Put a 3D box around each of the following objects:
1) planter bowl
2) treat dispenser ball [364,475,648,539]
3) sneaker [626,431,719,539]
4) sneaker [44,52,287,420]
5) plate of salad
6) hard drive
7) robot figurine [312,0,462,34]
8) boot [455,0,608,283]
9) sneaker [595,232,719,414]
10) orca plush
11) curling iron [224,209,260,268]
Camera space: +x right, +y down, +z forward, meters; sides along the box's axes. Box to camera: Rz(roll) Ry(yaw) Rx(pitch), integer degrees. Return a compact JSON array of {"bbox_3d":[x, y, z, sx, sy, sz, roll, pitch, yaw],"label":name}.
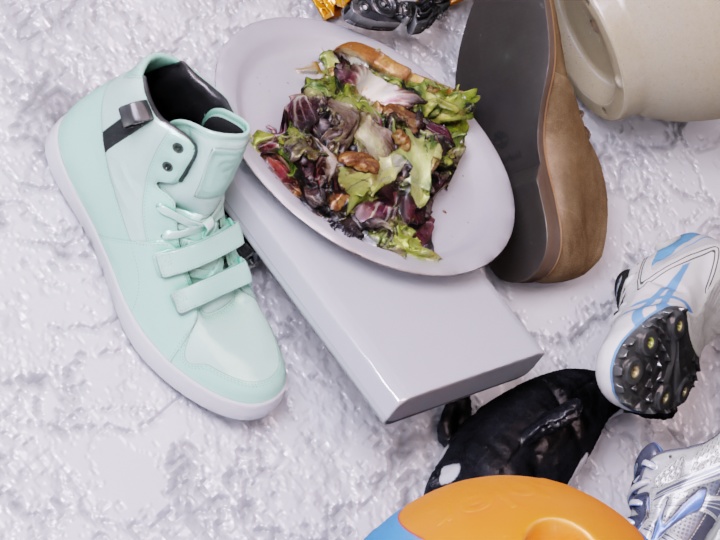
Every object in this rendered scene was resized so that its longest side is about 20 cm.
[{"bbox_3d":[0.189,-0.177,1.548,0.134,0.200,0.201,-27,82,-13],"label":"planter bowl"},{"bbox_3d":[0.075,0.207,1.250,0.200,0.201,0.202,15,59,-27],"label":"treat dispenser ball"},{"bbox_3d":[0.183,0.148,1.407,0.200,0.077,0.085,-44,68,-5],"label":"sneaker"},{"bbox_3d":[-0.086,-0.019,1.311,0.074,0.118,0.201,-31,87,-42],"label":"sneaker"},{"bbox_3d":[0.009,-0.080,1.402,0.199,0.048,0.201,23,39,-20],"label":"plate of salad"},{"bbox_3d":[0.002,-0.010,1.383,0.131,0.026,0.200,-15,61,-47],"label":"hard drive"},{"bbox_3d":[0.024,-0.217,1.525,0.199,0.058,0.146,-26,82,-40],"label":"robot figurine"},{"bbox_3d":[0.110,-0.091,1.509,0.075,0.073,0.202,3,80,-45],"label":"boot"},{"bbox_3d":[0.177,0.032,1.475,0.200,0.072,0.073,-38,131,-58],"label":"sneaker"},{"bbox_3d":[0.118,0.101,1.417,0.199,0.071,0.106,-15,75,-38],"label":"orca plush"},{"bbox_3d":[0.000,0.000,1.418,0.199,0.026,0.050,20,50,-23],"label":"curling iron"}]
